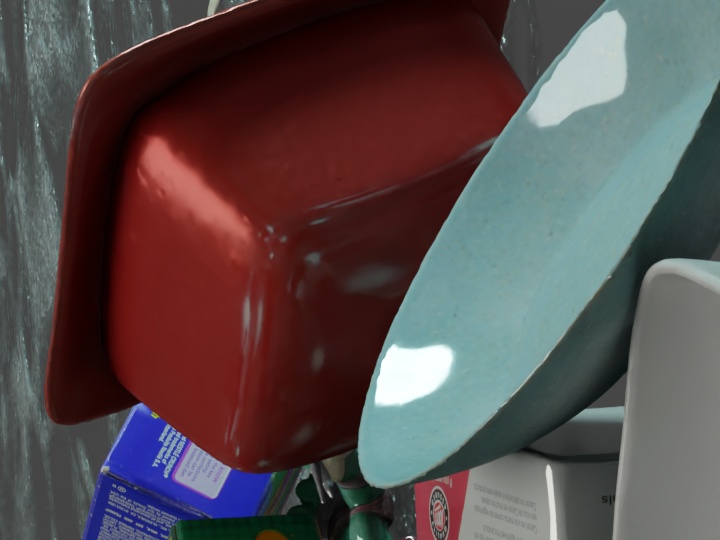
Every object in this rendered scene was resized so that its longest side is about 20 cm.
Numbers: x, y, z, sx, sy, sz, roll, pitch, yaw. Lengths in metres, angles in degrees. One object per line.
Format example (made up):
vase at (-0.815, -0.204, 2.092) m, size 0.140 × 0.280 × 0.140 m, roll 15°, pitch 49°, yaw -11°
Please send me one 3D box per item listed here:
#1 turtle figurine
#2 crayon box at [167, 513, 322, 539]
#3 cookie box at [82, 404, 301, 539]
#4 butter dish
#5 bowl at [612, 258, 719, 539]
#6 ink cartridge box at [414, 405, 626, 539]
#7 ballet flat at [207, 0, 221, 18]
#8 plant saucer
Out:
turtle figurine at (-0.011, 0.143, 1.095) m, size 0.200 × 0.100 × 0.151 m, roll 123°, pitch 171°, yaw -89°
crayon box at (-0.049, 0.198, 0.974) m, size 0.201 × 0.058 × 0.119 m, roll 107°, pitch 156°, yaw -49°
cookie box at (-0.068, 0.087, 1.204) m, size 0.200 × 0.075 × 0.172 m, roll 112°, pitch -176°, yaw -57°
butter dish at (0.000, 0.000, 0.942) m, size 0.148 × 0.199 × 0.200 m, roll 48°, pitch 145°, yaw 29°
bowl at (0.129, 0.108, 0.622) m, size 0.200 × 0.074 × 0.202 m, roll -132°, pitch 42°, yaw -67°
ink cartridge box at (0.077, 0.150, 0.804) m, size 0.145 × 0.083 × 0.202 m, roll -175°, pitch 82°, yaw -74°
ballet flat at (-0.044, -0.104, 1.236) m, size 0.067 × 0.063 × 0.202 m, roll -122°, pitch 32°, yaw -61°
plant saucer at (0.070, -0.013, 0.764) m, size 0.201 × 0.039 × 0.201 m, roll -53°, pitch 13°, yaw 17°
